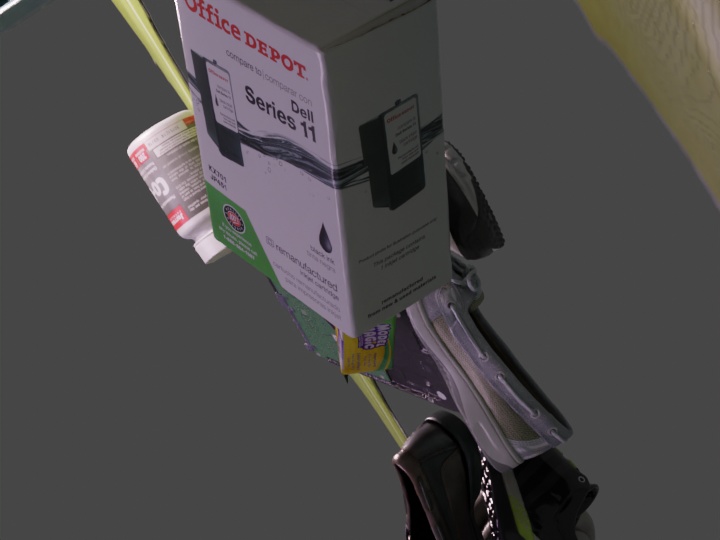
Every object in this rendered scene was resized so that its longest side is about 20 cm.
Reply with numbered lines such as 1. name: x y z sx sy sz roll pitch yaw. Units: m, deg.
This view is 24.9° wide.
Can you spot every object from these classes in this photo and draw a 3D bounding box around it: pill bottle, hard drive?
1. pill bottle: -0.234 -0.117 2.322 0.200 0.114 0.114 57 173 2
2. hard drive: 0.007 0.044 1.442 0.200 0.038 0.140 17 146 42

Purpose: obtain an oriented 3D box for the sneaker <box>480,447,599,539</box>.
1. sneaker: 0.136 0.164 1.230 0.072 0.083 0.200 90 175 -54

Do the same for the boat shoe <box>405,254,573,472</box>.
1. boat shoe: 0.082 0.046 1.171 0.202 0.065 0.074 64 -169 -3

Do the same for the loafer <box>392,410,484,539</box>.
1. loafer: 0.054 0.197 1.223 0.072 0.063 0.200 28 136 42

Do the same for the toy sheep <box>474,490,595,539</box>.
1. toy sheep: 0.124 0.217 1.317 0.200 0.138 0.138 33 158 40

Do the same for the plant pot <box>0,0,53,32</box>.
1. plant pot: -0.561 -0.499 2.622 0.197 0.196 0.200 57 -179 5

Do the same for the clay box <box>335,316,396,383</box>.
1. clay box: 0.000 0.000 1.279 0.200 0.048 0.115 89 174 -64

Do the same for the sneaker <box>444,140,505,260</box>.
1. sneaker: 0.023 -0.051 1.050 0.200 0.080 0.074 44 163 55

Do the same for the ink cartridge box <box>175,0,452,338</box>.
1. ink cartridge box: -0.026 -0.084 0.938 0.147 0.083 0.200 34 143 39
